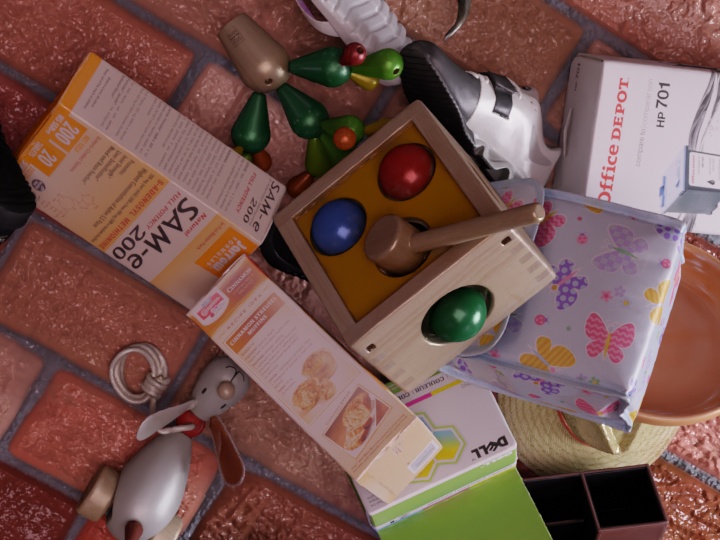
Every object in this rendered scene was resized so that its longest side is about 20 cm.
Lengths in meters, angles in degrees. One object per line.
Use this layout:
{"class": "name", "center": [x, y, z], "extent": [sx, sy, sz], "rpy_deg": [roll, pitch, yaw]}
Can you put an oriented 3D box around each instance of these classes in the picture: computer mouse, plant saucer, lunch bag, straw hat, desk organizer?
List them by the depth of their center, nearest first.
{"class": "lunch bag", "center": [0.155, 0.023, 1.367], "extent": [0.200, 0.127, 0.170], "rpy_deg": [17, 73, 17]}
{"class": "plant saucer", "center": [0.260, 0.055, 1.459], "extent": [0.200, 0.201, 0.037], "rpy_deg": [-2, 145, -10]}
{"class": "computer mouse", "center": [0.000, 0.000, 1.460], "extent": [0.200, 0.034, 0.059], "rpy_deg": [21, 69, -18]}
{"class": "straw hat", "center": [0.226, 0.118, 1.493], "extent": [0.201, 0.085, 0.202], "rpy_deg": [-2, 102, -10]}
{"class": "desk organizer", "center": [0.175, 0.236, 1.500], "extent": [0.199, 0.072, 0.077], "rpy_deg": [-6, 140, -9]}

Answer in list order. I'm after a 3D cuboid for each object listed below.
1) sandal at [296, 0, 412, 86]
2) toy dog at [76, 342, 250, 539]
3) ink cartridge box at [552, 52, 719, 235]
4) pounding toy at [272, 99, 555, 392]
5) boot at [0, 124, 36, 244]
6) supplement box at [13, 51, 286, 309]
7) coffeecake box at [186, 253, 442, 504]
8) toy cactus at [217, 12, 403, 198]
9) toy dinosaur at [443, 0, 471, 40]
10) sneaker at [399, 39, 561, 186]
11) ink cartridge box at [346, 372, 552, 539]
{"class": "sandal", "center": [-0.029, -0.237, 1.390], "extent": [0.050, 0.082, 0.203], "rpy_deg": [-21, 112, 39]}
{"class": "toy dog", "center": [-0.170, 0.170, 1.428], "extent": [0.132, 0.096, 0.200], "rpy_deg": [13, 99, -13]}
{"class": "ink cartridge box", "center": [0.286, -0.110, 1.458], "extent": [0.199, 0.086, 0.147], "rpy_deg": [4, 101, -13]}
{"class": "pounding toy", "center": [0.052, -0.022, 1.281], "extent": [0.184, 0.200, 0.142], "rpy_deg": [-39, 141, 8]}
{"class": "boot", "center": [-0.361, -0.066, 1.346], "extent": [0.168, 0.076, 0.200], "rpy_deg": [-44, 63, 28]}
{"class": "supplement box", "center": [-0.181, -0.071, 1.356], "extent": [0.200, 0.074, 0.126], "rpy_deg": [34, 136, -14]}
{"class": "coffeecake box", "center": [-0.035, 0.093, 1.358], "extent": [0.200, 0.154, 0.073], "rpy_deg": [43, 87, 18]}
{"class": "toy cactus", "center": [-0.064, -0.140, 1.377], "extent": [0.200, 0.102, 0.165], "rpy_deg": [-38, 91, 30]}
{"class": "toy dinosaur", "center": [0.090, -0.297, 1.374], "extent": [0.077, 0.102, 0.200], "rpy_deg": [22, 96, -13]}
{"class": "sneaker", "center": [0.108, -0.144, 1.420], "extent": [0.089, 0.074, 0.200], "rpy_deg": [-50, 128, -12]}
{"class": "ink cartridge box", "center": [0.075, 0.192, 1.436], "extent": [0.148, 0.076, 0.200], "rpy_deg": [-24, 68, -4]}
